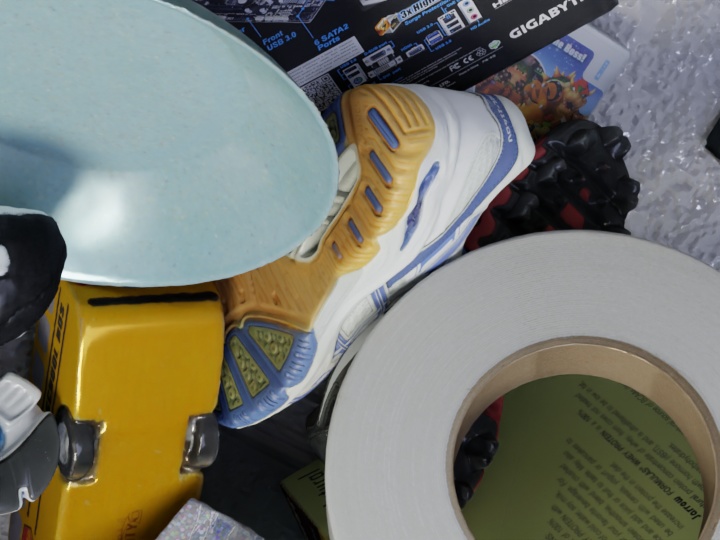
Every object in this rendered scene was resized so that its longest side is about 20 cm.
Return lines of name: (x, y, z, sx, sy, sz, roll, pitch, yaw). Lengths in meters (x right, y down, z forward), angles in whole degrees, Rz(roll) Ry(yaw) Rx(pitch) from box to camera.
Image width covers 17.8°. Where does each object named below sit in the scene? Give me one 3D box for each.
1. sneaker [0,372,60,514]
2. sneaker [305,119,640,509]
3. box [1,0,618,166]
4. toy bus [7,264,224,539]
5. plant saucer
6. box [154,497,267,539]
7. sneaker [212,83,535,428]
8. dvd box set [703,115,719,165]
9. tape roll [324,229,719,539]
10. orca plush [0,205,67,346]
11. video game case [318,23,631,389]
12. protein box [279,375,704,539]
sneaker: (-0.223, 0.058, 0.936, 0.199, 0.087, 0.075, 22, 72, -7)
sneaker: (0.043, 0.016, 0.990, 0.071, 0.098, 0.201, 42, 72, -28)
box: (-0.025, -0.124, 0.864, 0.199, 0.050, 0.199, -28, 140, 9)
toy bus: (-0.108, 0.087, 0.973, 0.065, 0.078, 0.201, -3, 124, -25)
plant saucer: (-0.104, -0.060, 0.832, 0.200, 0.039, 0.201, 6, 149, 3)
box: (-0.044, 0.216, 0.958, 0.132, 0.114, 0.201, -49, 148, -26)
sneaker: (0.000, 0.000, 0.937, 0.088, 0.076, 0.200, -7, 152, -39)
dvd box set: (0.274, -0.077, 1.072, 0.199, 0.029, 0.147, 22, 105, -28)
tape roll: (0.086, 0.082, 0.885, 0.202, 0.204, 0.037, -22, 158, -9)
orca plush: (-0.205, 0.027, 0.837, 0.199, 0.071, 0.106, -2, 128, -10)
video game case: (0.009, -0.046, 0.999, 0.143, 0.018, 0.201, 28, 103, -28)
protein box: (0.106, 0.135, 1.006, 0.199, 0.199, 0.135, -30, 120, -11)
